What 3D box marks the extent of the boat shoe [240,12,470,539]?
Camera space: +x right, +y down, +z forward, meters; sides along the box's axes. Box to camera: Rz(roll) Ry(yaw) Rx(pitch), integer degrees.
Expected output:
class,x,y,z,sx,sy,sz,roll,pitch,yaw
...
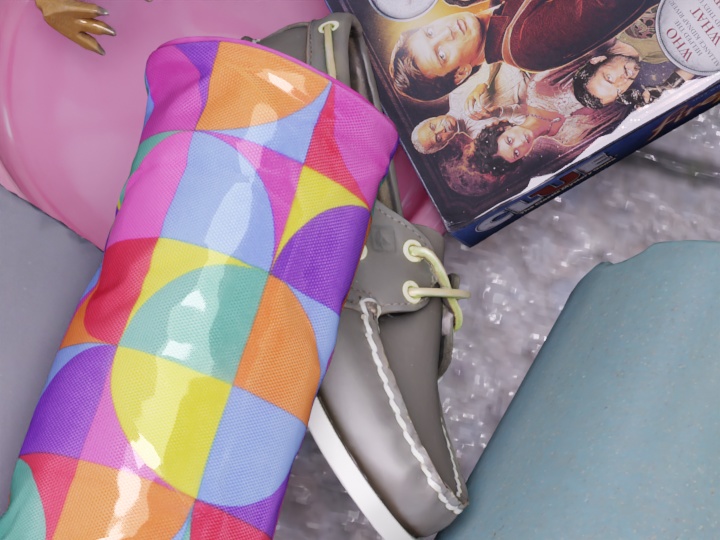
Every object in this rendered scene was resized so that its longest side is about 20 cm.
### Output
class,x,y,z,sx,sy,sz,roll,pitch,yaw
boat shoe,-0.001,-0.001,0.938,0.060,0.072,0.202,-26,56,8

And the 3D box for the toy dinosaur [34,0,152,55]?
class,x,y,z,sx,sy,sz,roll,pitch,yaw
toy dinosaur,-0.090,-0.137,1.011,0.200,0.060,0.106,11,59,9

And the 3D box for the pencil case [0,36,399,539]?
class,x,y,z,sx,sy,sz,roll,pitch,yaw
pencil case,-0.055,0.032,0.852,0.088,0.088,0.200,22,74,-5

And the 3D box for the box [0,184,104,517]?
class,x,y,z,sx,sy,sz,roll,pitch,yaw
box,-0.160,0.068,0.910,0.182,0.104,0.200,33,73,-10

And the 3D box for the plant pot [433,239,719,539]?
class,x,y,z,sx,sy,sz,roll,pitch,yaw
plant pot,0.106,0.109,0.950,0.200,0.200,0.196,28,58,-3

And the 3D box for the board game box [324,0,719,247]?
class,x,y,z,sx,sy,sz,roll,pitch,yaw
board game box,0.046,-0.128,1.012,0.135,0.035,0.200,-30,78,10

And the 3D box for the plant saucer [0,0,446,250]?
class,x,y,z,sx,sy,sz,roll,pitch,yaw
plant saucer,-0.054,-0.066,1.043,0.200,0.051,0.201,5,68,-12
